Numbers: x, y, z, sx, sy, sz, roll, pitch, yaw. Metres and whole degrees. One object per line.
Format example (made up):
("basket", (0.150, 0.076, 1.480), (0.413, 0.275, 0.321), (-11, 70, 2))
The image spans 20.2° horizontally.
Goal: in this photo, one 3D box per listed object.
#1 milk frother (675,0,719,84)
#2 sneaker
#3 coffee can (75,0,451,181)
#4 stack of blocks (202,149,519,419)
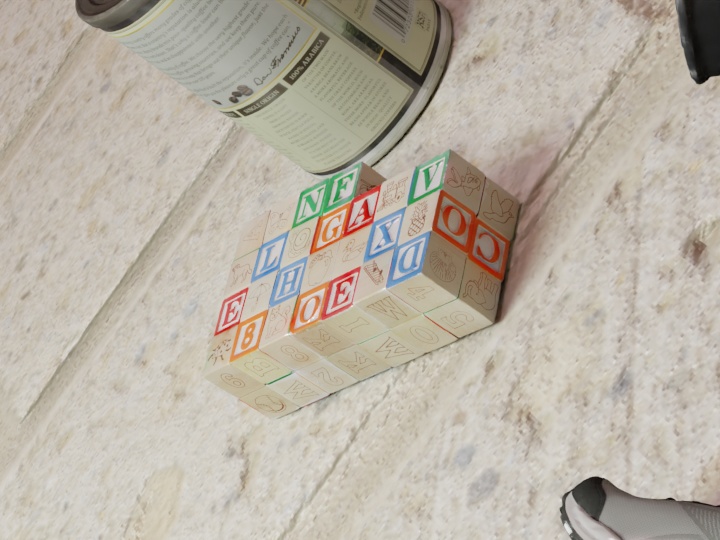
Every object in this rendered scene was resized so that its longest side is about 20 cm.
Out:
("milk frother", (0.240, -0.126, 0.873), (0.187, 0.181, 0.200), (-2, 19, 17))
("sneaker", (0.156, 0.124, 0.809), (0.079, 0.074, 0.200), (-51, 33, -9))
("coffee can", (-0.061, -0.168, 1.301), (0.146, 0.200, 0.147), (-38, 33, 30))
("stack of blocks", (0.000, 0.000, 1.181), (0.200, 0.058, 0.116), (-25, 41, 44))
